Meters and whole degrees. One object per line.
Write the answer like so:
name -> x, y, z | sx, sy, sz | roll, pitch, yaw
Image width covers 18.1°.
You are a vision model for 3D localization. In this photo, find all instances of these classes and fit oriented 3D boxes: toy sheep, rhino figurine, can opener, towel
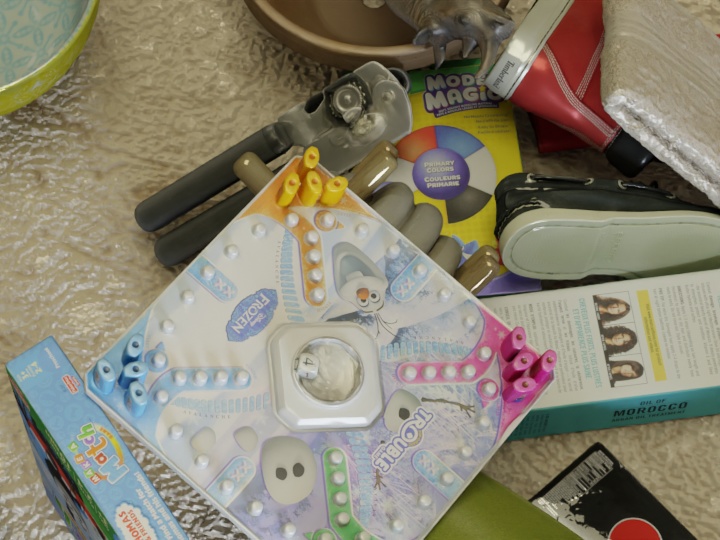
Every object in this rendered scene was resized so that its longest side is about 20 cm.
toy sheep -> 0.000, 0.000, 1.372 | 0.200, 0.138, 0.138 | 46, 70, -2
rhino figurine -> 0.050, -0.207, 1.463 | 0.087, 0.060, 0.201 | -21, 65, 10
can opener -> -0.052, -0.071, 1.478 | 0.199, 0.067, 0.054 | -30, 92, 14
towel -> 0.229, -0.097, 1.454 | 0.200, 0.034, 0.133 | 36, 37, -24

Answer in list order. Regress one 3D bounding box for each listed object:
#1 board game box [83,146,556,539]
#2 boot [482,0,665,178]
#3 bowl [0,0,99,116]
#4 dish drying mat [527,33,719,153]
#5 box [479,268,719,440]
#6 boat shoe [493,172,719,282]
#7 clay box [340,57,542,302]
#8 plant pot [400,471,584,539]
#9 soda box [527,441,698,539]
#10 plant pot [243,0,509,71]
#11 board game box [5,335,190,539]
board game box -> -0.018, 0.056, 1.258 | 0.200, 0.026, 0.200 | 40, 63, 5
boot -> 0.178, -0.145, 1.523 | 0.144, 0.073, 0.200 | 33, 44, -1
bowl -> -0.268, -0.173, 1.517 | 0.199, 0.108, 0.201 | 0, 64, -1
dish drying mat -> 0.212, -0.124, 1.553 | 0.198, 0.018, 0.077 | -9, 61, -4
box -> 0.169, 0.053, 1.444 | 0.198, 0.049, 0.083 | -6, 64, -4
boat shoe -> 0.172, -0.030, 1.459 | 0.198, 0.075, 0.066 | 1, 45, -22
clay box -> 0.050, -0.061, 1.501 | 0.114, 0.048, 0.201 | -6, 65, -4
plant pot -> 0.055, 0.202, 1.302 | 0.200, 0.201, 0.193 | -33, 57, -16
soda box -> 0.187, 0.201, 1.358 | 0.063, 0.071, 0.200 | -38, 69, -17
plant pot -> 0.011, -0.209, 1.549 | 0.199, 0.093, 0.202 | 0, 63, 0
board game box -> -0.142, 0.144, 1.309 | 0.036, 0.200, 0.152 | -31, 68, -14
